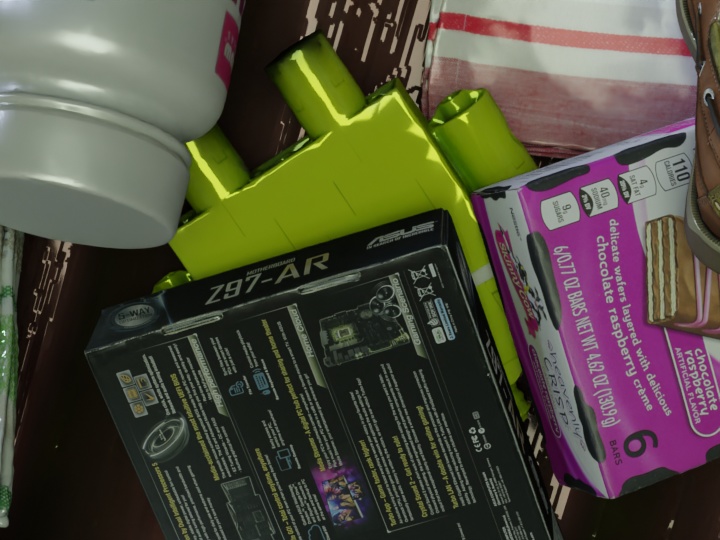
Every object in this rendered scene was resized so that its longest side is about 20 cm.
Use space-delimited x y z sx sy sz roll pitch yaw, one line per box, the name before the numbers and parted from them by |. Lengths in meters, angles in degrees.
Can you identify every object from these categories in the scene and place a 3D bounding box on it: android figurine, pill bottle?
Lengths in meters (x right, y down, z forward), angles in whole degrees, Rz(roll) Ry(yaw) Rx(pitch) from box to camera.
android figurine | 0.000 0.000 0.817 0.182 0.041 0.200 -34 103 10
pill bottle | -0.102 -0.117 0.751 0.113 0.113 0.200 10 77 -1

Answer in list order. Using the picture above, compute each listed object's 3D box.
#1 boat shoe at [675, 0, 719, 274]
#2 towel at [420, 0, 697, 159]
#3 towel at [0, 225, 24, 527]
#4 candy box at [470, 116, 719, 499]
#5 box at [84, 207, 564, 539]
boat shoe | 0.168 -0.094 0.738 0.072 0.068 0.200 4 57 -1
towel | 0.105 -0.149 0.821 0.144 0.023 0.200 5 96 -2
towel | -0.218 0.018 0.783 0.149 0.031 0.200 -1 62 -2
candy box | 0.163 -0.001 0.791 0.200 0.061 0.136 -20 96 -16
box | -0.007 0.090 0.799 0.160 0.044 0.200 -17 111 10
